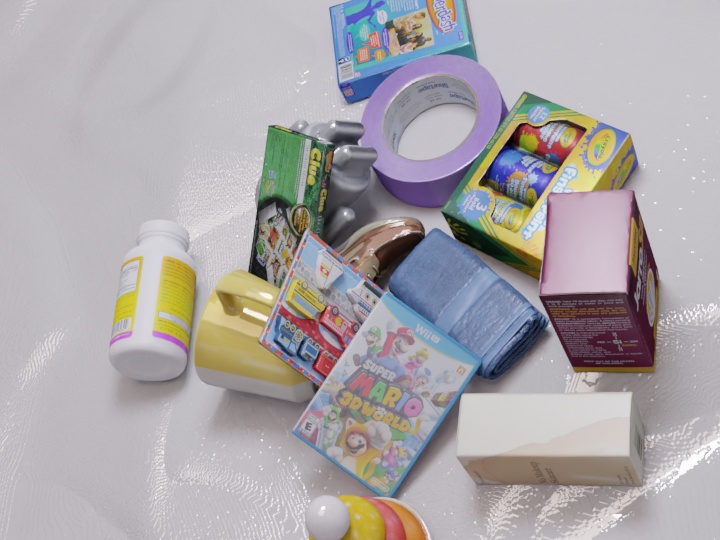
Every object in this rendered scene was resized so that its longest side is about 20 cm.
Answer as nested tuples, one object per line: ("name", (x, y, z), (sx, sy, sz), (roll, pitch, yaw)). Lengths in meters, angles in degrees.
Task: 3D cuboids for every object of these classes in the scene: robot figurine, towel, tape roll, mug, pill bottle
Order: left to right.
("pill bottle", (-0.274, 0.037, 1.784), (0.103, 0.104, 0.203), (-7, 59, 18))
("mug", (-0.113, 0.092, 1.649), (0.151, 0.186, 0.152), (18, 93, 20))
("robot figurine", (-0.064, -0.115, 1.755), (0.200, 0.112, 0.171), (-44, 60, 35))
("tape roll", (0.101, -0.187, 1.782), (0.197, 0.066, 0.203), (-10, 58, 16))
("towel", (0.129, 0.042, 1.647), (0.112, 0.049, 0.200), (-45, 56, -4))

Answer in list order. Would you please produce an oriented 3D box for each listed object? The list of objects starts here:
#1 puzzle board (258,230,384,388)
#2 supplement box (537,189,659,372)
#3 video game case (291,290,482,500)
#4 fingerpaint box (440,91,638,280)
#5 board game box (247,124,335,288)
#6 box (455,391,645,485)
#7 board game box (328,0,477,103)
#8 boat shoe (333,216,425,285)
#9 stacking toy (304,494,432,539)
("puzzle board", (-0.026, 0.068, 1.608), (0.017, 0.200, 0.152), (0, 59, 46))
("supplement box", (0.274, 0.016, 1.509), (0.102, 0.200, 0.133), (-1, 62, 22))
("video game case", (0.031, 0.148, 1.574), (0.142, 0.018, 0.201), (34, 91, 0))
("fingerpaint box", (0.225, -0.105, 1.676), (0.166, 0.074, 0.201), (28, 75, 33))
("board game box", (-0.089, -0.073, 1.692), (0.104, 0.023, 0.203), (23, 110, 39))
("box", (0.214, 0.189, 1.499), (0.197, 0.095, 0.079), (-4, 60, 22))
("board game box", (0.059, -0.337, 1.898), (0.197, 0.045, 0.154), (-16, 56, 14))
("boat shoe", (0.000, 0.000, 1.716), (0.198, 0.076, 0.073), (-29, 57, 16))
("stacking toy", (-0.010, 0.291, 1.467), (0.144, 0.201, 0.148), (-10, 57, 16))
